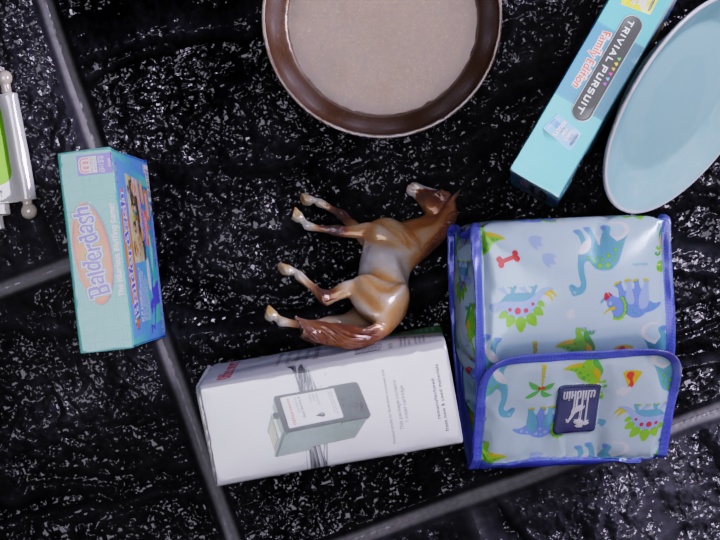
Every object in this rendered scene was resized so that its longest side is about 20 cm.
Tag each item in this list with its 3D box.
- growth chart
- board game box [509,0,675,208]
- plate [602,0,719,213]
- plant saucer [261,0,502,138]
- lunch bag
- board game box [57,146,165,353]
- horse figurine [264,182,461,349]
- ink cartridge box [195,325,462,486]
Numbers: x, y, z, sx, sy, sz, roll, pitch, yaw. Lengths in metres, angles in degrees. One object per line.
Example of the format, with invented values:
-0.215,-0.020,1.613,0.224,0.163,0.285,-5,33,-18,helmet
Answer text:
-0.369,-0.080,1.691,0.199,0.018,0.146,-20,89,1,growth chart
0.189,-0.150,1.609,0.047,0.151,0.201,30,91,5,board game box
0.254,-0.137,1.602,0.026,0.200,0.201,36,91,31,plate
0.018,-0.210,1.673,0.199,0.034,0.202,0,91,1,plant saucer
0.162,0.057,1.619,0.169,0.127,0.201,-2,92,-8,lunch bag
-0.194,-0.016,1.596,0.045,0.200,0.153,-6,90,1,board game box
0.000,0.000,1.631,0.132,0.050,0.201,15,47,1,horse figurine
-0.024,0.106,1.620,0.199,0.146,0.085,-10,94,2,ink cartridge box
